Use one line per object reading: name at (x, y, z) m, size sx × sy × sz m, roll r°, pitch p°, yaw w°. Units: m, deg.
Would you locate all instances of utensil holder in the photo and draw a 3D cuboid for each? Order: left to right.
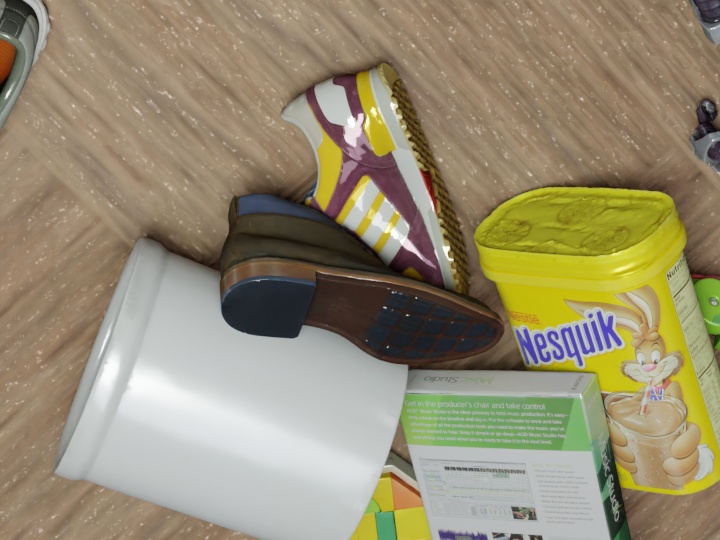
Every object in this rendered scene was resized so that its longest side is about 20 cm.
utensil holder at (-0.087, 0.091, 1.327) m, size 0.199 × 0.170 × 0.171 m, roll 21°, pitch 110°, yaw -9°

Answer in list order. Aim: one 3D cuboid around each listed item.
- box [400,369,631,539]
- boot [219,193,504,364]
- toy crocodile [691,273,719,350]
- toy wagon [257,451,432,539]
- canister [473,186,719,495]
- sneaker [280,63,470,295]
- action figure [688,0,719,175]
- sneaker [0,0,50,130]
box at (0.114, 0.162, 1.374) m, size 0.144 × 0.036 × 0.201 m, roll 0°, pitch 120°, yaw 28°
boot at (0.000, 0.000, 1.295) m, size 0.199 × 0.097 × 0.075 m, roll 12°, pitch 132°, yaw -22°
toy crocodile at (0.279, 0.037, 1.396) m, size 0.199 × 0.062 × 0.068 m, roll 17°, pitch 149°, yaw -9°
toy wagon at (0.005, 0.232, 1.466) m, size 0.154 × 0.040 × 0.201 m, roll -7°, pitch 112°, yaw -1°
canister at (0.175, 0.050, 1.350) m, size 0.148 × 0.087 × 0.201 m, roll 5°, pitch 126°, yaw 44°
sneaker at (0.013, -0.041, 1.343) m, size 0.090 × 0.075 × 0.201 m, roll -16°, pitch 107°, yaw 13°
action figure at (0.281, -0.130, 1.323) m, size 0.130 × 0.069 × 0.201 m, roll -26°, pitch 116°, yaw -1°
sneaker at (-0.274, -0.098, 1.291) m, size 0.074 × 0.079 × 0.201 m, roll 26°, pitch 110°, yaw -15°
